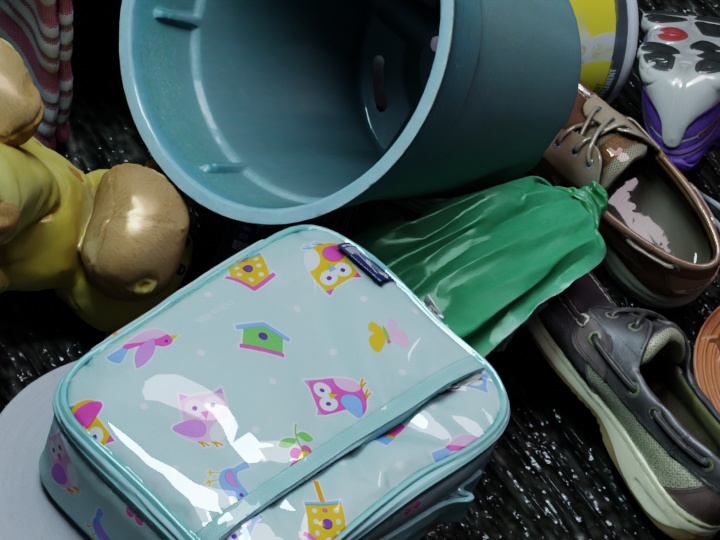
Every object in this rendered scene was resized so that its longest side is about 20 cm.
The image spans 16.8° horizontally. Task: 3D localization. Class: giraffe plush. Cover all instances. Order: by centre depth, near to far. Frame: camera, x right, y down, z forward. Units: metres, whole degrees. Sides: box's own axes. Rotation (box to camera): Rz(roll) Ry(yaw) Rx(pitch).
[{"bbox_3d":[-0.158,-0.019,1.258,0.162,0.173,0.200,21,5,-17],"label":"giraffe plush"}]

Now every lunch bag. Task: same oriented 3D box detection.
[{"bbox_3d":[-0.033,0.074,1.130,0.200,0.077,0.160,-33,63,-34],"label":"lunch bag"}]

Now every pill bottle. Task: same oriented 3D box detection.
[{"bbox_3d":[0.062,-0.151,1.502,0.199,0.112,0.112,-3,46,-26],"label":"pill bottle"}]

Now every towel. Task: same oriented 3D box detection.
[{"bbox_3d":[-0.211,-0.170,1.338,0.030,0.200,0.146,-35,64,-28],"label":"towel"}]

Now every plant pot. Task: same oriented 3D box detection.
[{"bbox_3d":[0.010,-0.120,1.291,0.200,0.200,0.196,45,21,25],"label":"plant pot"}]

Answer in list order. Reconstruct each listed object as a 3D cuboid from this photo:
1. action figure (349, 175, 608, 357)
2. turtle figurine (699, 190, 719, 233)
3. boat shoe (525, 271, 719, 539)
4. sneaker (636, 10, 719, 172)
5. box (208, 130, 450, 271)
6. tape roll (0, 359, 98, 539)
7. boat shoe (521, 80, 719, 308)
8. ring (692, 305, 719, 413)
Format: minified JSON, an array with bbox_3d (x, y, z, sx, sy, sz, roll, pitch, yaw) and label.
[{"bbox_3d":[0.063,0.001,1.294,0.200,0.055,0.118,-29,66,-32],"label":"action figure"},{"bbox_3d":[0.294,-0.051,1.508,0.149,0.101,0.200,-21,60,-41],"label":"turtle figurine"},{"bbox_3d":[0.152,0.052,1.334,0.073,0.065,0.200,-5,56,-54],"label":"boat shoe"},{"bbox_3d":[0.208,-0.116,1.565,0.080,0.084,0.200,12,22,14],"label":"sneaker"},{"bbox_3d":[0.000,0.000,1.357,0.157,0.051,0.200,20,40,-2],"label":"box"},{"bbox_3d":[-0.089,0.132,1.163,0.200,0.066,0.201,12,42,-11],"label":"tape roll"},{"bbox_3d":[0.141,-0.066,1.427,0.200,0.072,0.076,44,70,-2],"label":"boat shoe"},{"bbox_3d":[0.290,0.078,1.426,0.200,0.019,0.201,12,41,-11],"label":"ring"}]
